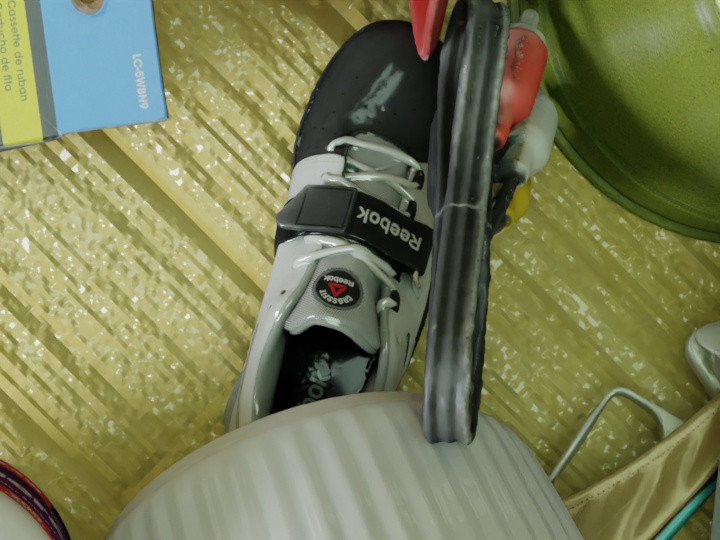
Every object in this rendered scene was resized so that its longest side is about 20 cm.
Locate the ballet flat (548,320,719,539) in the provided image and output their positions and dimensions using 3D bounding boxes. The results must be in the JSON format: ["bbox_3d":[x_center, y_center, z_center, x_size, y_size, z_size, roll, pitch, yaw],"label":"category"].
[{"bbox_3d":[0.132,0.058,1.039,0.200,0.069,0.063,-41,79,-6],"label":"ballet flat"}]

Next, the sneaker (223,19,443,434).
[{"bbox_3d":[0.000,0.000,1.013,0.074,0.089,0.201,14,87,-4],"label":"sneaker"}]

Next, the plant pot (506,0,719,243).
[{"bbox_3d":[0.168,-0.110,0.977,0.199,0.193,0.202,0,90,-6],"label":"plant pot"}]

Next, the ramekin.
[{"bbox_3d":[-0.005,0.131,0.960,0.199,0.200,0.105,-17,58,-6],"label":"ramekin"}]

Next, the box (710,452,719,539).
[{"bbox_3d":[0.234,0.095,0.981,0.183,0.105,0.201,3,98,-20],"label":"box"}]

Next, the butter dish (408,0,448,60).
[{"bbox_3d":[-0.037,-0.182,0.943,0.147,0.199,0.201,-7,81,-4],"label":"butter dish"}]

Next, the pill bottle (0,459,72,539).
[{"bbox_3d":[-0.154,0.119,0.938,0.112,0.200,0.113,0,90,-6],"label":"pill bottle"}]

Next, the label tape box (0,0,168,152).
[{"bbox_3d":[-0.181,-0.111,1.004,0.199,0.063,0.145,-7,90,-6],"label":"label tape box"}]

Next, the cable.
[{"bbox_3d":[0.049,-0.026,0.951,0.050,0.200,0.097,4,126,-1],"label":"cable"}]
